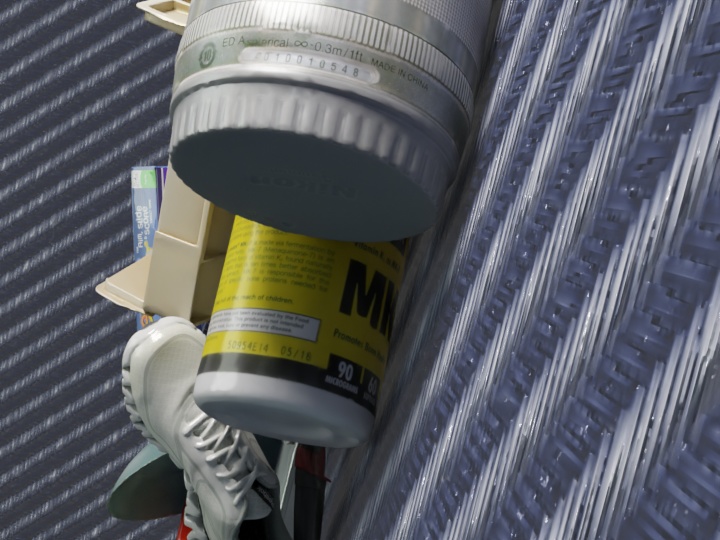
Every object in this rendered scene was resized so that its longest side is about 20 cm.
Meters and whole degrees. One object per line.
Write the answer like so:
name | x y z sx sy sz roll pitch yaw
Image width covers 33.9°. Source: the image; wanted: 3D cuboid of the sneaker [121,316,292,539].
sneaker | -0.093 0.119 0.777 0.081 0.075 0.202 21 138 51

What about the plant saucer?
plant saucer | -0.155 0.181 1.146 0.039 0.199 0.202 64 155 24

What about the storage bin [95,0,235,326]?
storage bin | -0.095 -0.087 0.838 0.199 0.093 0.202 -43 -30 -64

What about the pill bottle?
pill bottle | -0.029 -0.001 0.737 0.114 0.113 0.202 122 161 -71

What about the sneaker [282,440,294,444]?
sneaker | -0.062 0.093 0.908 0.074 0.087 0.200 -40 4 -2

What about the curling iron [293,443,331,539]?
curling iron | -0.032 0.136 0.819 0.050 0.025 0.203 63 -152 -78

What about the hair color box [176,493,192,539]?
hair color box | -0.144 0.299 1.211 0.201 0.100 0.062 112 169 -51

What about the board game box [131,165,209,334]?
board game box | -0.127 0.012 1.002 0.034 0.134 0.203 3 95 43

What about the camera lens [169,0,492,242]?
camera lens | -0.011 -0.135 0.633 0.160 0.158 0.202 122 160 -71

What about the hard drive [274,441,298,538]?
hard drive | -0.070 0.223 1.051 0.132 0.026 0.202 -136 60 -83
